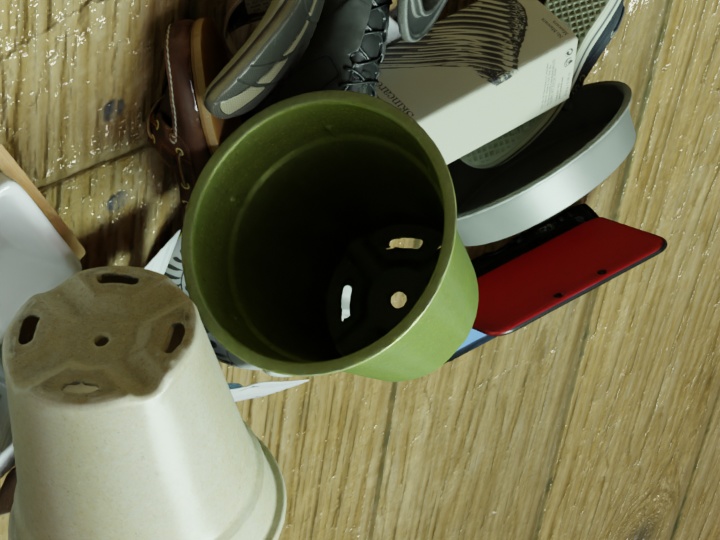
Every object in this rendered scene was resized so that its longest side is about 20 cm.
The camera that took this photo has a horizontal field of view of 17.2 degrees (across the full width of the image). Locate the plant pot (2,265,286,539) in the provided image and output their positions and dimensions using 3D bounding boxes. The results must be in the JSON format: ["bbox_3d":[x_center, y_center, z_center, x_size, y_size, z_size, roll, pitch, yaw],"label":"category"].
[{"bbox_3d":[-0.161,0.107,1.617,0.200,0.200,0.184,-30,136,-20],"label":"plant pot"}]

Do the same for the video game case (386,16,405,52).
[{"bbox_3d":[-0.020,-0.101,1.849,0.200,0.024,0.182,-47,150,6],"label":"video game case"}]

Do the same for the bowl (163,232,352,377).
[{"bbox_3d":[-0.055,0.020,1.851,0.200,0.095,0.201,-22,152,-12],"label":"bowl"}]

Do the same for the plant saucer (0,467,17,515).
[{"bbox_3d":[-0.187,0.146,1.815,0.199,0.035,0.200,-15,176,-1],"label":"plant saucer"}]

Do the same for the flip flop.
[{"bbox_3d":[-0.058,-0.195,1.633,0.201,0.057,0.081,-65,167,-4],"label":"flip flop"}]

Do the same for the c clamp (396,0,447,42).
[{"bbox_3d":[0.068,-0.264,1.683,0.201,0.027,0.171,-63,167,-11],"label":"c clamp"}]

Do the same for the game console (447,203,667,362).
[{"bbox_3d":[0.156,0.034,2.133,0.199,0.119,0.173,-26,146,-25],"label":"game console"}]

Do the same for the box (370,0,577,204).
[{"bbox_3d":[0.064,-0.136,1.802,0.199,0.082,0.069,-30,147,-27],"label":"box"}]

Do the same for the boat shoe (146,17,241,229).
[{"bbox_3d":[-0.118,-0.094,1.693,0.070,0.071,0.201,0,133,13],"label":"boat shoe"}]

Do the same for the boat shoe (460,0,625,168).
[{"bbox_3d":[0.148,-0.161,1.903,0.201,0.074,0.062,-55,158,-4],"label":"boat shoe"}]

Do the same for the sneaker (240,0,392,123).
[{"bbox_3d":[-0.010,-0.165,1.709,0.076,0.091,0.200,9,122,-52],"label":"sneaker"}]

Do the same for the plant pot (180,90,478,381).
[{"bbox_3d":[0.000,0.000,1.688,0.200,0.200,0.190,-43,154,3],"label":"plant pot"}]

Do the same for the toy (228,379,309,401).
[{"bbox_3d":[-0.151,0.091,1.834,0.199,0.048,0.115,-21,170,41],"label":"toy"}]

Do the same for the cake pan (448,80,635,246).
[{"bbox_3d":[0.136,-0.083,1.906,0.200,0.200,0.037,-35,107,-12],"label":"cake pan"}]

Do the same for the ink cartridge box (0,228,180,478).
[{"bbox_3d":[-0.223,0.058,1.766,0.200,0.047,0.160,-48,171,-37],"label":"ink cartridge box"}]

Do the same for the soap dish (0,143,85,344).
[{"bbox_3d":[-0.298,0.004,1.599,0.200,0.081,0.158,-39,150,-5],"label":"soap dish"}]
